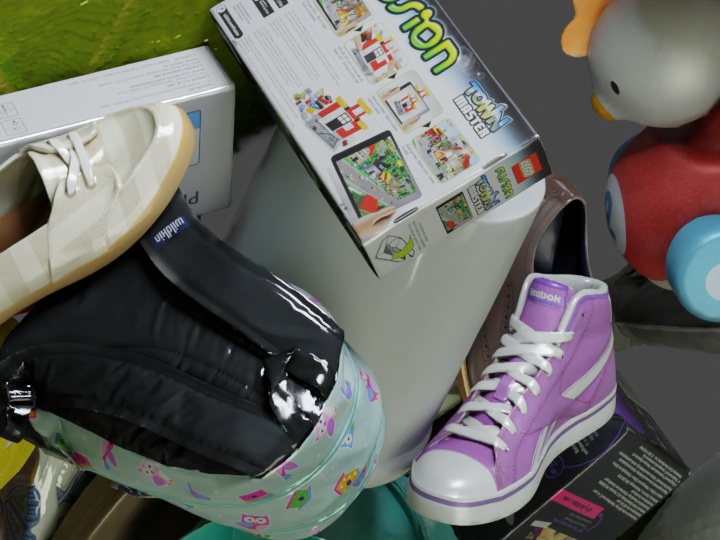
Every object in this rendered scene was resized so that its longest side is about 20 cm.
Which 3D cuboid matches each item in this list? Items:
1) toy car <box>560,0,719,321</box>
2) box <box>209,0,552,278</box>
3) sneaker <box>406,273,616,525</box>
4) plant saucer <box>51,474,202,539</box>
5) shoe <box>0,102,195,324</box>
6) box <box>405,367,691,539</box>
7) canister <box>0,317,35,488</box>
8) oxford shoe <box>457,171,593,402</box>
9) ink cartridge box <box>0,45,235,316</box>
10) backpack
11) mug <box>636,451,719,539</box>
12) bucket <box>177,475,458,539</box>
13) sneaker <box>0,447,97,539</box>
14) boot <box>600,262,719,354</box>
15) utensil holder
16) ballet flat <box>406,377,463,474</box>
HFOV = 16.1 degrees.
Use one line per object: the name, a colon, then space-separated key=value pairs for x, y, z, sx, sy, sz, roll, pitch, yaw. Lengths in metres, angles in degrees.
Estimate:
toy car: x=0.187 y=-0.106 z=1.559 sx=0.177 sy=0.185 sz=0.200 roll=-44 pitch=111 yaw=10
box: x=0.008 y=-0.098 z=1.375 sx=0.110 sy=0.200 sz=0.035 roll=-30 pitch=142 yaw=-3
sneaker: x=0.090 y=0.066 z=1.528 sx=0.200 sy=0.072 sz=0.115 roll=-39 pitch=138 yaw=-49
plant saucer: x=-0.135 y=0.145 z=1.617 sx=0.200 sy=0.029 sz=0.200 roll=-46 pitch=166 yaw=-15
shoe: x=-0.174 y=-0.025 z=1.361 sx=0.200 sy=0.070 sz=0.053 roll=-38 pitch=142 yaw=5
box: x=0.107 y=0.148 z=1.774 sx=0.200 sy=0.123 sz=0.106 roll=-41 pitch=142 yaw=10
canister: x=-0.267 y=0.122 z=1.431 sx=0.200 sy=0.086 sz=0.149 roll=-44 pitch=172 yaw=-41
oxford shoe: x=0.109 y=0.035 z=1.635 sx=0.071 sy=0.073 sz=0.202 roll=-9 pitch=111 yaw=-29
ink cartridge box: x=-0.171 y=-0.028 z=1.452 sx=0.199 sy=0.045 sz=0.177 roll=-16 pitch=138 yaw=-21
backpack: x=-0.082 y=0.057 z=1.380 sx=0.168 sy=0.199 sz=0.127 roll=-61 pitch=149 yaw=-11
mug: x=0.304 y=0.216 z=1.991 sx=0.176 sy=0.147 sz=0.200 roll=-57 pitch=167 yaw=18
bucket: x=-0.032 y=0.223 z=1.665 sx=0.208 sy=0.207 sz=0.135 roll=-57 pitch=175 yaw=28
sneaker: x=-0.173 y=0.110 z=1.572 sx=0.088 sy=0.075 sz=0.201 roll=-6 pitch=136 yaw=-27
boot: x=0.240 y=0.015 z=1.660 sx=0.181 sy=0.073 sz=0.199 roll=-28 pitch=-173 yaw=-37
utensil holder: x=0.000 y=0.000 z=1.503 sx=0.169 sy=0.170 sz=0.201 roll=1 pitch=130 yaw=-36
ballet flat: x=0.065 y=0.079 z=1.708 sx=0.199 sy=0.068 sz=0.070 roll=-36 pitch=164 yaw=6
